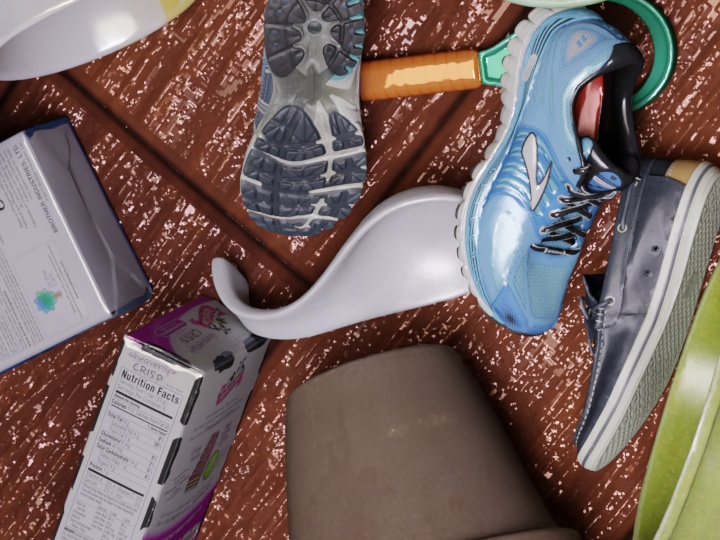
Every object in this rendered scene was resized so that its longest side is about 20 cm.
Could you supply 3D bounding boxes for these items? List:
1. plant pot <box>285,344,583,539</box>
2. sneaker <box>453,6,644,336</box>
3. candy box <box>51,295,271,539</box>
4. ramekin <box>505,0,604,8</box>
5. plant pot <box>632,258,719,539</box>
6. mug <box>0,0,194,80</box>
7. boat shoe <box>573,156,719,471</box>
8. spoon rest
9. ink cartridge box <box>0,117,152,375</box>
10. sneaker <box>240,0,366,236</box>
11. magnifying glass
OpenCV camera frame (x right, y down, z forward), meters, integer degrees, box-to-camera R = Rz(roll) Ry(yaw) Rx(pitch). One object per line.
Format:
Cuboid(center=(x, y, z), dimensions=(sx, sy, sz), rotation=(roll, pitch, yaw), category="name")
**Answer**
Cuboid(center=(0.028, 0.144, 1.396), dimensions=(0.200, 0.200, 0.175), rotation=(-21, 76, 20), category="plant pot")
Cuboid(center=(0.117, -0.053, 1.342), dimensions=(0.090, 0.078, 0.200), rotation=(27, 114, 48), category="sneaker")
Cuboid(center=(-0.133, 0.127, 1.460), dimensions=(0.061, 0.136, 0.200), rotation=(25, 105, 11), category="candy box")
Cuboid(center=(0.123, -0.254, 1.327), dimensions=(0.199, 0.098, 0.201), rotation=(3, 98, 18), category="ramekin")
Cuboid(center=(0.274, 0.100, 1.310), dimensions=(0.184, 0.200, 0.201), rotation=(17, 105, 2), category="plant pot")
Cuboid(center=(-0.178, -0.225, 1.428), dimensions=(0.186, 0.149, 0.153), rotation=(-21, 82, -19), category="mug")
Cuboid(center=(0.164, 0.024, 1.382), dimensions=(0.062, 0.075, 0.200), rotation=(21, 102, 22), category="boat shoe")
Cuboid(center=(0.000, 0.000, 1.426), dimensions=(0.200, 0.099, 0.061), rotation=(-16, 50, 24), category="spoon rest")
Cuboid(center=(-0.258, 0.003, 1.510), dimensions=(0.200, 0.076, 0.137), rotation=(-26, 90, 19), category="ink cartridge box")
Cuboid(center=(-0.028, -0.114, 1.422), dimensions=(0.077, 0.086, 0.200), rotation=(8, 125, -3), category="sneaker")
Cuboid(center=(0.095, -0.127, 1.402), dimensions=(0.200, 0.022, 0.080), rotation=(-5, 98, 19), category="magnifying glass")
